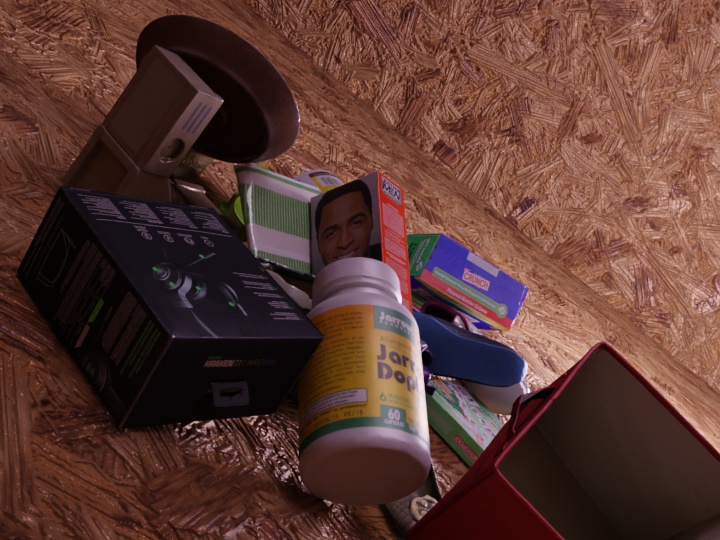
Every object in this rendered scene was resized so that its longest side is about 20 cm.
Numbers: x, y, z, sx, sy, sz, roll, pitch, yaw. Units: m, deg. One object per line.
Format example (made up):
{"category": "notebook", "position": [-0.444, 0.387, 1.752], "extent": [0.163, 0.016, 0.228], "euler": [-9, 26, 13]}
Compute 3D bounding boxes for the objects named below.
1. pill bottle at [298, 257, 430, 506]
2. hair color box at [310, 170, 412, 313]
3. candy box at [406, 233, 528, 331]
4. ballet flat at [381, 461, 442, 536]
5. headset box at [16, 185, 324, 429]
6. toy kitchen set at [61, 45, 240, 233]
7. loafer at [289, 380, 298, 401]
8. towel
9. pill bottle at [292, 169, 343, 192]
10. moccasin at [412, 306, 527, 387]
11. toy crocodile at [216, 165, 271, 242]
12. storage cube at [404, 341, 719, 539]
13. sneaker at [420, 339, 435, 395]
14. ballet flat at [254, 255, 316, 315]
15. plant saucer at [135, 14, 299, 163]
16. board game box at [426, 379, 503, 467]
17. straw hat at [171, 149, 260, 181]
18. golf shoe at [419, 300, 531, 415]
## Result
{"category": "pill bottle", "position": [0.000, 0.092, 0.861], "extent": [0.112, 0.113, 0.201], "euler": [28, 41, -32]}
{"category": "hair color box", "position": [0.000, 0.000, 1.103], "extent": [0.061, 0.101, 0.202], "euler": [31, 48, -48]}
{"category": "candy box", "position": [0.110, 0.017, 1.394], "extent": [0.168, 0.077, 0.200], "euler": [31, -14, -24]}
{"category": "ballet flat", "position": [0.051, 0.193, 0.939], "extent": [0.067, 0.046, 0.200], "euler": [33, 15, -15]}
{"category": "headset box", "position": [-0.152, 0.033, 0.808], "extent": [0.200, 0.093, 0.174], "euler": [46, 23, 29]}
{"category": "toy kitchen set", "position": [-0.159, -0.090, 1.028], "extent": [0.163, 0.181, 0.200], "euler": [46, 16, 25]}
{"category": "loafer", "position": [-0.068, 0.076, 0.957], "extent": [0.199, 0.071, 0.073], "euler": [33, 15, -19]}
{"category": "towel", "position": [-0.080, -0.014, 1.102], "extent": [0.152, 0.023, 0.202], "euler": [15, 61, -55]}
{"category": "pill bottle", "position": [-0.030, -0.044, 1.335], "extent": [0.109, 0.109, 0.200], "euler": [22, 22, -46]}
{"category": "moccasin", "position": [0.114, 0.107, 1.246], "extent": [0.199, 0.081, 0.068], "euler": [23, 2, 15]}
{"category": "toy crocodile", "position": [-0.141, -0.091, 1.297], "extent": [0.062, 0.068, 0.200], "euler": [42, 16, -4]}
{"category": "storage cube", "position": [0.173, 0.201, 0.797], "extent": [0.200, 0.180, 0.171], "euler": [45, 53, 9]}
{"category": "sneaker", "position": [0.041, 0.084, 1.183], "extent": [0.087, 0.075, 0.201], "euler": [23, 28, -16]}
{"category": "ballet flat", "position": [-0.053, 0.035, 0.985], "extent": [0.198, 0.075, 0.074], "euler": [16, 15, 2]}
{"category": "plant saucer", "position": [-0.161, -0.183, 1.050], "extent": [0.200, 0.200, 0.035], "euler": [35, 58, -12]}
{"category": "board game box", "position": [0.152, 0.208, 1.170], "extent": [0.200, 0.029, 0.134], "euler": [46, 17, 26]}
{"category": "straw hat", "position": [-0.227, -0.163, 1.271], "extent": [0.201, 0.085, 0.201], "euler": [38, 9, -7]}
{"category": "golf shoe", "position": [0.145, 0.115, 1.304], "extent": [0.200, 0.075, 0.092], "euler": [39, -15, 31]}
